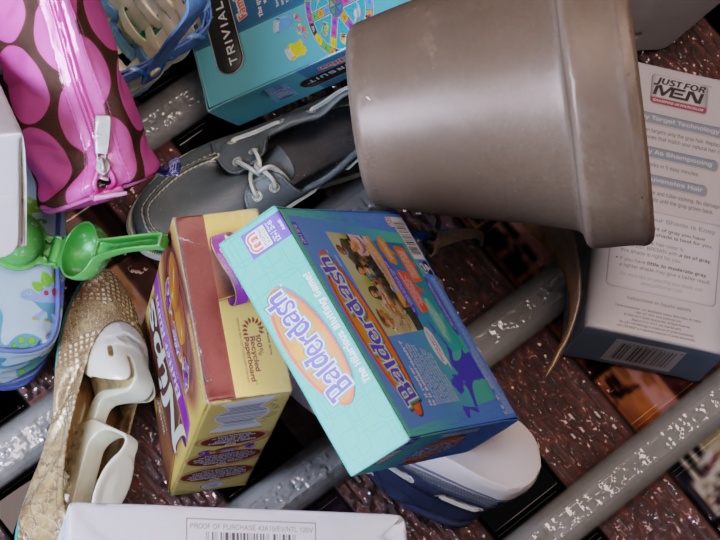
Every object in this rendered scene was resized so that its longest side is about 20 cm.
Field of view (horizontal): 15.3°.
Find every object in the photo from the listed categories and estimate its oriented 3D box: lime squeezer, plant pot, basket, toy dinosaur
[{"bbox_3d":[-0.197,-0.016,1.616,0.200,0.071,0.038,9,92,21],"label":"lime squeezer"},{"bbox_3d":[0.085,-0.105,1.645,0.174,0.200,0.201,-8,70,6],"label":"plant pot"},{"bbox_3d":[-0.179,-0.193,1.697,0.139,0.200,0.176,-33,81,-26],"label":"basket"},{"bbox_3d":[0.127,-0.038,1.766,0.060,0.106,0.200,6,44,-41],"label":"toy dinosaur"}]

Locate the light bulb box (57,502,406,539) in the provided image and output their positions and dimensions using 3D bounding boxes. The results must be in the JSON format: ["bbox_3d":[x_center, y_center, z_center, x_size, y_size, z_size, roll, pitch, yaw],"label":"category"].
[{"bbox_3d":[-0.085,0.226,1.558,0.198,0.200,0.125,4,67,-12],"label":"light bulb box"}]

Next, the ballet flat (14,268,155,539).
[{"bbox_3d":[-0.159,0.093,1.661,0.070,0.065,0.200,29,63,-47],"label":"ballet flat"}]

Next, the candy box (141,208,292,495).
[{"bbox_3d":[-0.090,0.053,1.623,0.056,0.200,0.117,-7,71,-12],"label":"candy box"}]

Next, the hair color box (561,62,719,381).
[{"bbox_3d":[0.198,-0.035,1.802,0.099,0.061,0.200,12,68,-9],"label":"hair color box"}]

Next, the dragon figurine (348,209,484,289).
[{"bbox_3d":[0.000,0.000,1.729,0.099,0.059,0.200,11,34,29],"label":"dragon figurine"}]

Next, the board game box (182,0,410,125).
[{"bbox_3d":[-0.023,-0.204,1.763,0.200,0.047,0.151,-22,71,21],"label":"board game box"}]

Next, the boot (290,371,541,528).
[{"bbox_3d":[0.008,0.097,1.673,0.200,0.090,0.073,33,53,-10],"label":"boot"}]

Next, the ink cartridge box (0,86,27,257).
[{"bbox_3d":[-0.289,-0.089,1.584,0.147,0.083,0.200,-8,36,-19],"label":"ink cartridge box"}]

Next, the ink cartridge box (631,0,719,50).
[{"bbox_3d":[0.153,-0.256,1.842,0.146,0.084,0.200,-9,69,-38],"label":"ink cartridge box"}]

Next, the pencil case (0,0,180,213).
[{"bbox_3d":[-0.181,-0.136,1.592,0.091,0.094,0.200,-19,102,0],"label":"pencil case"}]

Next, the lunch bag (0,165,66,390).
[{"bbox_3d":[-0.282,-0.012,1.670,0.200,0.082,0.161,2,70,-12],"label":"lunch bag"}]

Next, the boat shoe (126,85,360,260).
[{"bbox_3d":[-0.062,-0.070,1.754,0.200,0.062,0.073,-25,76,-21],"label":"boat shoe"}]

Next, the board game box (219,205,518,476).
[{"bbox_3d":[0.009,0.038,1.554,0.045,0.200,0.152,-33,78,17],"label":"board game box"}]
